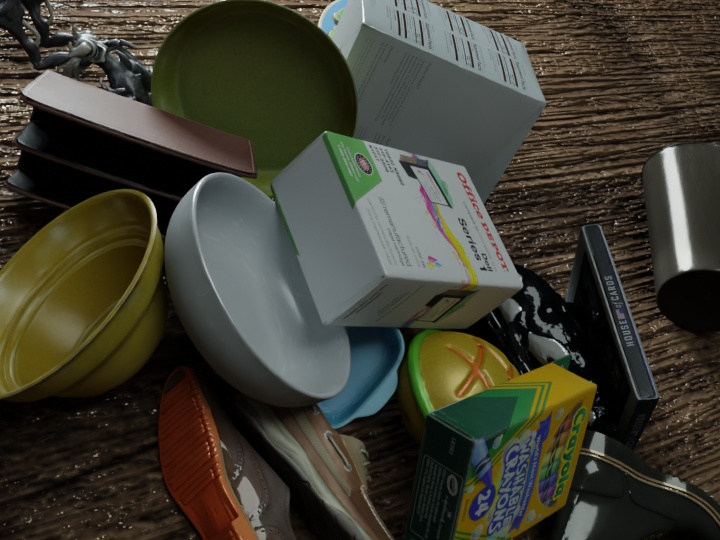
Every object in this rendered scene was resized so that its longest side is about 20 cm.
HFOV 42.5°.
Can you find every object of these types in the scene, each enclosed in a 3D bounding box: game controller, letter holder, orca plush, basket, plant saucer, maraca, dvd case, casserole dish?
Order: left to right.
[{"bbox_3d":[-0.201,-0.087,0.815,0.200,0.101,0.142,18,15,-15],"label":"letter holder"},{"bbox_3d":[-0.099,-0.164,0.886,0.200,0.200,0.031,25,32,-9],"label":"plant saucer"},{"bbox_3d":[-0.053,0.054,0.839,0.200,0.039,0.121,40,82,7],"label":"casserole dish"},{"bbox_3d":[0.108,0.126,0.860,0.200,0.107,0.137,30,43,-42],"label":"maraca"},{"bbox_3d":[0.170,0.083,0.953,0.104,0.042,0.200,-2,54,-51],"label":"game controller"},{"bbox_3d":[0.203,0.066,0.900,0.105,0.071,0.200,11,45,-44],"label":"orca plush"},{"bbox_3d":[0.249,0.076,0.944,0.025,0.150,0.200,-7,55,-1],"label":"dvd case"},{"bbox_3d":[0.429,-0.036,1.141,0.180,0.136,0.200,23,51,-6],"label":"basket"}]

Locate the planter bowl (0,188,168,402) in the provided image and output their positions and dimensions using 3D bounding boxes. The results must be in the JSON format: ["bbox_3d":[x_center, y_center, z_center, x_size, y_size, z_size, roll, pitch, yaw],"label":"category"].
[{"bbox_3d":[-0.215,0.037,0.733,0.083,0.200,0.201,49,35,-38],"label":"planter bowl"}]

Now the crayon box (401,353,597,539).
[{"bbox_3d":[0.127,0.155,0.766,0.052,0.126,0.200,26,27,38],"label":"crayon box"}]

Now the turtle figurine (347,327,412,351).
[{"bbox_3d":[0.000,0.000,0.922,0.200,0.064,0.161,19,55,-26],"label":"turtle figurine"}]

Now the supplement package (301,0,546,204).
[{"bbox_3d":[0.053,-0.169,0.981,0.200,0.191,0.147,20,34,-15],"label":"supplement package"}]

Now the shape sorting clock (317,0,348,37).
[{"bbox_3d":[0.041,-0.280,1.181,0.200,0.039,0.200,15,49,-18],"label":"shape sorting clock"}]

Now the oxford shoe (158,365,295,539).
[{"bbox_3d":[-0.104,0.169,0.742,0.073,0.071,0.200,-1,61,-48],"label":"oxford shoe"}]

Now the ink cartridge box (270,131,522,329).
[{"bbox_3d":[0.036,-0.029,0.829,0.200,0.084,0.145,5,54,-48],"label":"ink cartridge box"}]

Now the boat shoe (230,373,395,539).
[{"bbox_3d":[-0.023,0.165,0.763,0.072,0.076,0.200,-35,81,-29],"label":"boat shoe"}]

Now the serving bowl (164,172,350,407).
[{"bbox_3d":[-0.090,0.024,0.739,0.200,0.066,0.200,51,21,-28],"label":"serving bowl"}]

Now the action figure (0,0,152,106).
[{"bbox_3d":[-0.272,-0.191,0.905,0.200,0.102,0.119,41,31,-31],"label":"action figure"}]

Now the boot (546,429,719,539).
[{"bbox_3d":[0.253,0.255,0.872,0.200,0.077,0.138,29,64,-14],"label":"boot"}]
